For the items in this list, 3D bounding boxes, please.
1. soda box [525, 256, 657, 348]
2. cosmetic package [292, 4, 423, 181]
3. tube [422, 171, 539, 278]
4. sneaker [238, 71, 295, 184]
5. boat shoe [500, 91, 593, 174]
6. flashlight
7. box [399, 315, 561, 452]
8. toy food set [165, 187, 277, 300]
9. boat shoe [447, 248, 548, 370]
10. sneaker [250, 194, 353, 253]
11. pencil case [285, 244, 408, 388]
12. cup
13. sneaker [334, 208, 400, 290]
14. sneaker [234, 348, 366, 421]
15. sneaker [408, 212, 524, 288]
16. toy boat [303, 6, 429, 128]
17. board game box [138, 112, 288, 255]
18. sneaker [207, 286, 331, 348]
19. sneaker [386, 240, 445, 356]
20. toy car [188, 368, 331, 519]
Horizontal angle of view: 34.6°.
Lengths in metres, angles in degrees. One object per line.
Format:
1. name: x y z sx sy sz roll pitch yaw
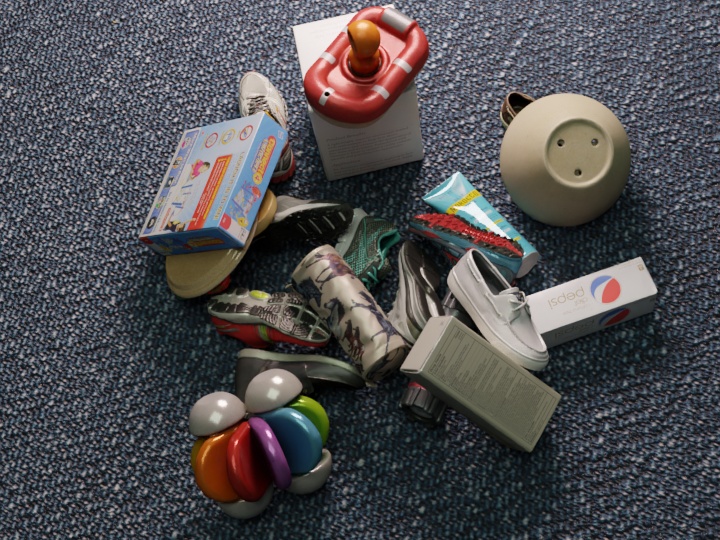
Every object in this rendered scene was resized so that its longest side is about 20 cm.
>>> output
1. soda box: 0.323 0.052 1.668 0.198 0.068 0.064 -20 63 -3
2. cosmetic package: -0.001 -0.272 1.793 0.163 0.200 0.166 -12 63 0
3. tube: 0.186 -0.071 1.762 0.077 0.051 0.200 -32 59 -22
4. sneaker: -0.151 -0.243 1.864 0.077 0.082 0.201 -19 63 -3
5. boat shoe: 0.299 -0.210 1.795 0.201 0.075 0.075 34 72 21
6. flashlight: 0.122 0.124 1.664 0.067 0.068 0.201 18 63 20
7. box: 0.163 0.154 1.575 0.199 0.078 0.095 37 77 -13
8. toy food set: -0.221 -0.044 1.749 0.197 0.049 0.202 -2 60 45
9. boat shoe: 0.201 0.051 1.609 0.071 0.069 0.201 0 43 -39
10. sneaker: -0.095 -0.086 1.754 0.199 0.074 0.080 -8 48 35
11. pencil case: -0.017 0.065 1.626 0.090 0.078 0.201 -47 70 28
12. cup: 0.308 -0.167 1.693 0.198 0.143 0.203 0 90 2
13. sneaker: 0.000 0.000 1.725 0.090 0.078 0.202 11 67 20
14. sneaker: -0.088 0.179 1.662 0.198 0.075 0.107 4 71 16
15. sneaker: 0.144 -0.021 1.716 0.199 0.096 0.079 27 27 35
16. toy boat: 0.004 -0.300 1.622 0.130 0.131 0.201 33 73 18
17. board game box: -0.221 -0.127 1.730 0.195 0.056 0.202 -4 58 44
18. sneaker: -0.129 0.080 1.700 0.198 0.085 0.077 13 46 20
19. sneaker: 0.058 0.046 1.699 0.115 0.075 0.201 -43 29 25
20. toy car: -0.133 0.243 1.557 0.198 0.150 0.177 -21 102 -4
